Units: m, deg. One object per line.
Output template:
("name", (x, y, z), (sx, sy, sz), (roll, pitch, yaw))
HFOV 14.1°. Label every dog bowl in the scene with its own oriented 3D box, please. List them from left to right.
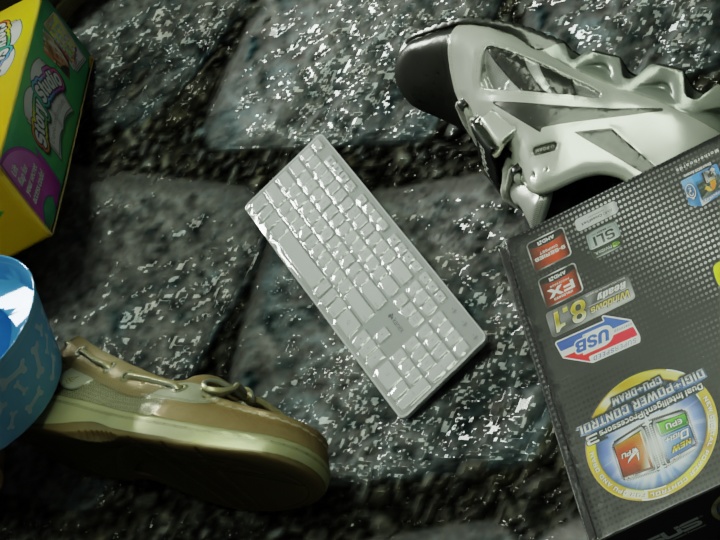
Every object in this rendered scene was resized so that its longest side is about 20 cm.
("dog bowl", (-0.232, 0.051, 1.443), (0.200, 0.050, 0.112), (-4, 43, 35))

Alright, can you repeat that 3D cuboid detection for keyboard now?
("keyboard", (0.000, 0.000, 1.431), (0.056, 0.011, 0.200), (-40, 40, 1))

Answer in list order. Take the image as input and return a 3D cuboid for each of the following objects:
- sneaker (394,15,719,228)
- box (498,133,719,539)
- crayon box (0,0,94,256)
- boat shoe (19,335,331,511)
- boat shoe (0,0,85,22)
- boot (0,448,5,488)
("sneaker", (0.083, -0.060, 1.371), (0.200, 0.074, 0.089), (16, 70, 40))
("box", (0.171, 0.017, 1.236), (0.200, 0.044, 0.160), (-26, 53, 17))
("crayon box", (-0.240, -0.052, 1.591), (0.172, 0.058, 0.200), (-25, 28, 16))
("boat shoe", (-0.086, 0.068, 1.393), (0.201, 0.073, 0.063), (3, 61, 48))
("boat shoe", (-0.197, -0.175, 1.698), (0.201, 0.072, 0.066), (-34, 31, 7))
("boot", (-0.267, 0.099, 1.514), (0.201, 0.071, 0.144), (-29, 36, 9))
